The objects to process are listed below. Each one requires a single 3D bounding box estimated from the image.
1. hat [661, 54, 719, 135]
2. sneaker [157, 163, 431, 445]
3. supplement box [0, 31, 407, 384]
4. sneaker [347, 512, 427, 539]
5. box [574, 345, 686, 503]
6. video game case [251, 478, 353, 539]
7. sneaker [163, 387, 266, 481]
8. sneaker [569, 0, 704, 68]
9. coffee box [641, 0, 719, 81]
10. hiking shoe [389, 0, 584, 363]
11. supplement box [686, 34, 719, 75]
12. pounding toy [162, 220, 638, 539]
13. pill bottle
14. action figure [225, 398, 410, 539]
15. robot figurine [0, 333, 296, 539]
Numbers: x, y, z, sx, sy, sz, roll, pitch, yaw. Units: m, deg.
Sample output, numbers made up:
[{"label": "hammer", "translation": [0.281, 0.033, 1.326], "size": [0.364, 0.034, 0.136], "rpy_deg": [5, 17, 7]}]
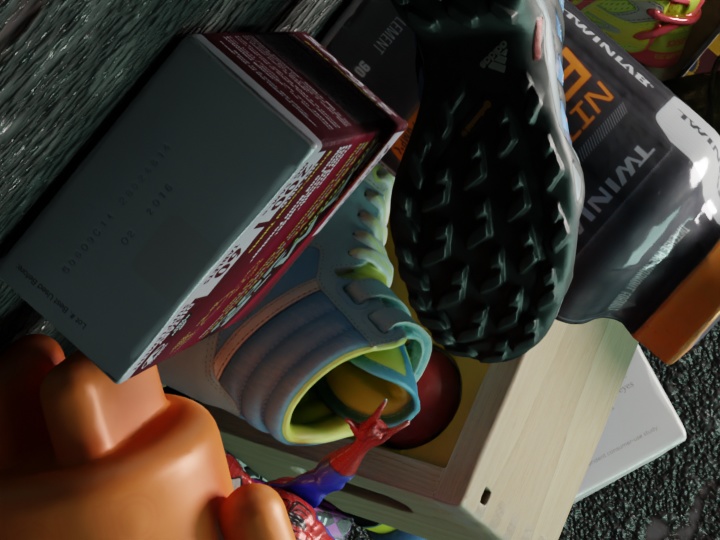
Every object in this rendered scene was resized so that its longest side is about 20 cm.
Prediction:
[{"label": "hat", "translation": [0.165, -0.044, 1.390], "size": [0.081, 0.201, 0.201], "rpy_deg": [-3, 180, -2]}, {"label": "sneaker", "translation": [0.000, 0.000, 1.265], "size": [0.200, 0.130, 0.080], "rpy_deg": [-47, 152, -24]}, {"label": "supplement box", "translation": [-0.052, -0.028, 1.048], "size": [0.109, 0.061, 0.200], "rpy_deg": [-50, 176, 11]}, {"label": "sneaker", "translation": [0.069, 0.059, 1.449], "size": [0.066, 0.078, 0.200], "rpy_deg": [9, -111, 60]}, {"label": "box", "translation": [0.053, 0.041, 1.533], "size": [0.152, 0.200, 0.106], "rpy_deg": [-27, 172, -8]}, {"label": "video game case", "translation": [-0.112, 0.164, 1.237], "size": [0.200, 0.036, 0.182], "rpy_deg": [20, 95, -44]}, {"label": "sneaker", "translation": [-0.073, 0.051, 1.494], "size": [0.076, 0.091, 0.200], "rpy_deg": [-9, 135, -24]}, {"label": "sneaker", "translation": [0.141, -0.143, 1.350], "size": [0.078, 0.090, 0.200], "rpy_deg": [-24, 180, -40]}, {"label": "coffee box", "translation": [0.135, -0.152, 1.458], "size": [0.200, 0.114, 0.080], "rpy_deg": [-49, 175, 24]}, {"label": "hiking shoe", "translation": [0.054, -0.066, 1.087], "size": [0.087, 0.074, 0.200], "rpy_deg": [-44, 135, -63]}, {"label": "supplement box", "translation": [0.144, -0.117, 1.718], "size": [0.200, 0.133, 0.197], "rpy_deg": [-50, 175, 22]}, {"label": "pounding toy", "translation": [0.000, 0.035, 1.352], "size": [0.142, 0.200, 0.184], "rpy_deg": [44, 66, -55]}, {"label": "pill bottle", "translation": [0.080, -0.051, 1.224], "size": [0.106, 0.200, 0.106], "rpy_deg": [-48, 176, -5]}, {"label": "action figure", "translation": [0.018, 0.134, 1.217], "size": [0.099, 0.200, 0.065], "rpy_deg": [-37, -162, 45]}, {"label": "robot figurine", "translation": [-0.099, 0.124, 1.115], "size": [0.144, 0.200, 0.117], "rpy_deg": [-17, -166, -14]}]
